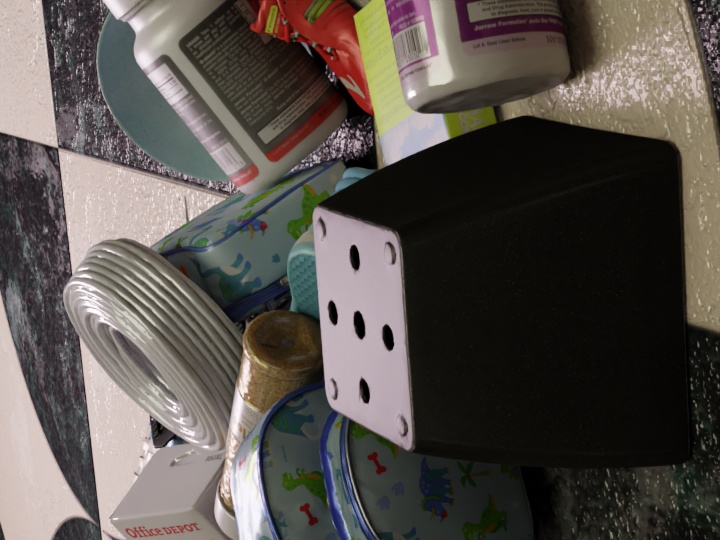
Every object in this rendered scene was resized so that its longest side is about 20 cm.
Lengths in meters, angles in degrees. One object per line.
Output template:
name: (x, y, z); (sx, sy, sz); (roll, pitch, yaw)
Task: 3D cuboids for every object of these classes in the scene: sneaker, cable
sneaker: (0.000, 0.000, 1.505); (0.079, 0.131, 0.201); (26, 150, 10)
cable: (-0.157, 0.060, 1.578); (0.200, 0.069, 0.200); (41, 160, 15)
sneaker: (-0.042, -0.194, 1.514); (0.201, 0.084, 0.077); (54, 148, 16)

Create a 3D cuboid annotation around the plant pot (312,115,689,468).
plant pot: (0.077, 0.019, 1.224); (0.199, 0.176, 0.202); (-159, 64, -63)

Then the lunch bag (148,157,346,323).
lunch bag: (-0.084, -0.024, 1.614); (0.083, 0.160, 0.200); (59, 157, -10)

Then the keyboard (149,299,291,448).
keyboard: (-0.127, 0.064, 1.773); (0.200, 0.021, 0.127); (-45, 24, 17)

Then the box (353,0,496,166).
box: (0.053, -0.107, 1.396); (0.122, 0.047, 0.202); (151, 108, -67)

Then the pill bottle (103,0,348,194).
pill bottle: (-0.111, -0.172, 1.571); (0.201, 0.116, 0.116); (51, 159, -10)

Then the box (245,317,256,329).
box: (-0.022, 0.128, 1.599); (0.200, 0.095, 0.101); (-125, 33, -46)

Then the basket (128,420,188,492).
basket: (-0.140, 0.239, 1.822); (0.139, 0.175, 0.202); (15, 102, 62)

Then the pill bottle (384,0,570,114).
pill bottle: (0.064, -0.210, 1.250); (0.112, 0.111, 0.202); (160, 100, -67)

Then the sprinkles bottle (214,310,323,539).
sprinkles bottle: (-0.070, 0.124, 1.501); (0.068, 0.068, 0.201); (-121, 31, -41)

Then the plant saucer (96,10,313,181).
plant saucer: (-0.127, -0.173, 1.674); (0.039, 0.199, 0.203); (-68, -13, -56)

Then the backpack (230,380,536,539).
backpack: (0.016, 0.156, 1.390); (0.147, 0.198, 0.185); (134, 124, -62)

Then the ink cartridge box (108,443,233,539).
ink cartridge box: (-0.099, 0.245, 1.676); (0.144, 0.084, 0.200); (-16, 121, 50)
